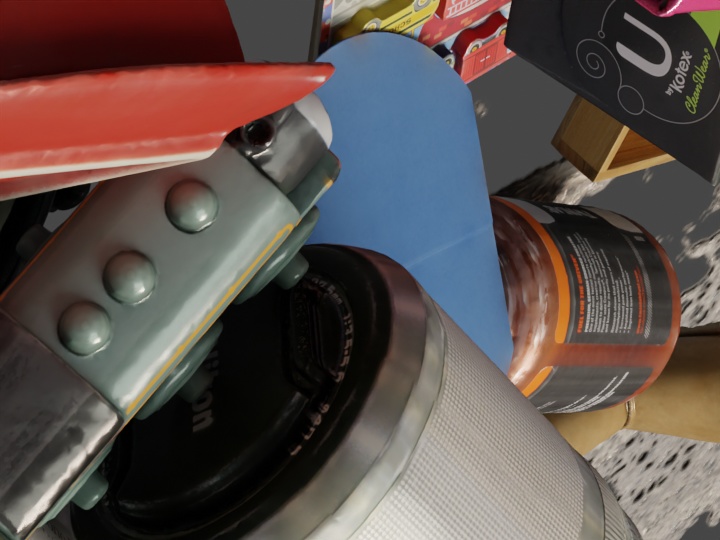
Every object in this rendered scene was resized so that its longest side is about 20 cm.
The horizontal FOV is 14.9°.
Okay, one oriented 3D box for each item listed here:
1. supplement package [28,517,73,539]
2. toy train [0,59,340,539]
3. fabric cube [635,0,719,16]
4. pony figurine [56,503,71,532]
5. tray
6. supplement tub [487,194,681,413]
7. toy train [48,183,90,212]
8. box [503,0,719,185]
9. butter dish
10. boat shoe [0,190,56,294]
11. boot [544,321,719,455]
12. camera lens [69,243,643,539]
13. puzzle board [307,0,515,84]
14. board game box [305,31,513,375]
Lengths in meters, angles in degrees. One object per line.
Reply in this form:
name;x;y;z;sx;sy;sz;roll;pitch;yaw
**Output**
supplement package;-0.141;0.194;1.018;0.155;0.111;0.200;-28;134;9
toy train;-0.082;0.012;0.920;0.200;0.085;0.114;-48;-177;-9
fabric cube;0.113;-0.218;0.911;0.196;0.200;0.199;-56;163;20
pony figurine;-0.086;0.128;1.161;0.167;0.193;0.200;-58;152;2
tray;0.187;-0.110;1.408;0.200;0.037;0.099;-17;142;-48
supplement tub;0.071;0.017;1.331;0.107;0.107;0.200;-54;154;17
toy train;-0.116;-0.053;1.027;0.046;0.034;0.200;10;122;-46
box;0.177;-0.161;1.176;0.200;0.124;0.149;-35;149;-35
butter dish;-0.140;-0.092;0.815;0.199;0.148;0.200;-9;180;34
boat shoe;-0.165;0.012;0.991;0.073;0.062;0.200;11;118;-40
boot;0.117;0.086;1.451;0.200;0.175;0.066;-24;111;-42
camera lens;0.004;0.101;1.018;0.160;0.160;0.200;-45;121;-1
puzzle board;0.057;-0.133;1.192;0.200;0.017;0.151;-32;152;-29
board game box;0.000;0.000;1.163;0.158;0.039;0.201;-27;111;-52
